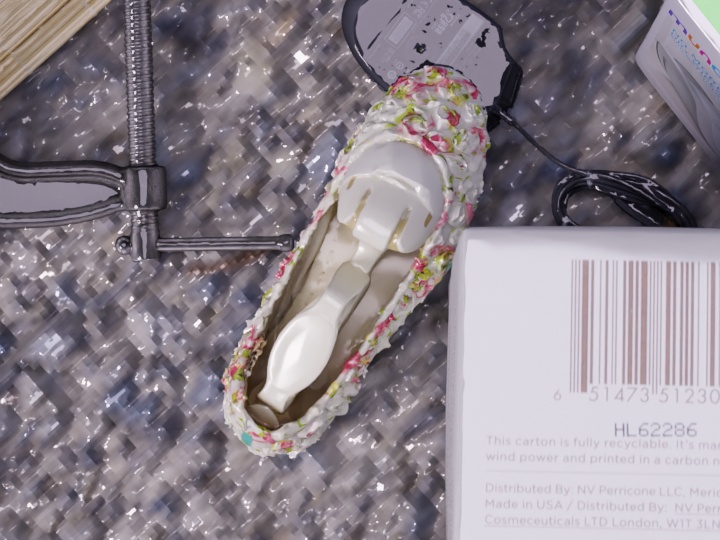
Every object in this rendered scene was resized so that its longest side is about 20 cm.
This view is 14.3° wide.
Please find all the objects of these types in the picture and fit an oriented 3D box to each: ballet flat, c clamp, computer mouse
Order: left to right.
[{"bbox_3d":[-0.127,-0.098,1.344,0.170,0.027,0.201,-7,94,1],"label":"c clamp"},{"bbox_3d":[0.000,0.000,1.306,0.075,0.064,0.201,27,96,4],"label":"ballet flat"},{"bbox_3d":[0.075,-0.069,1.346,0.200,0.034,0.059,40,95,-3],"label":"computer mouse"}]

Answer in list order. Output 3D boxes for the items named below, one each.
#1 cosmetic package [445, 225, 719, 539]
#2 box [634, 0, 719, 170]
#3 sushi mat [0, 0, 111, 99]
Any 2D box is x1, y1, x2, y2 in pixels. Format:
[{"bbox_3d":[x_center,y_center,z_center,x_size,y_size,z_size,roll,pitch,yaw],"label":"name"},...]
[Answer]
[{"bbox_3d":[0.121,0.074,1.244,0.167,0.200,0.167,0,84,1],"label":"cosmetic package"},{"bbox_3d":[0.225,-0.060,1.266,0.097,0.176,0.200,-37,86,-2],"label":"box"},{"bbox_3d":[-0.189,-0.127,1.360,0.200,0.012,0.096,-42,87,-2],"label":"sushi mat"}]
